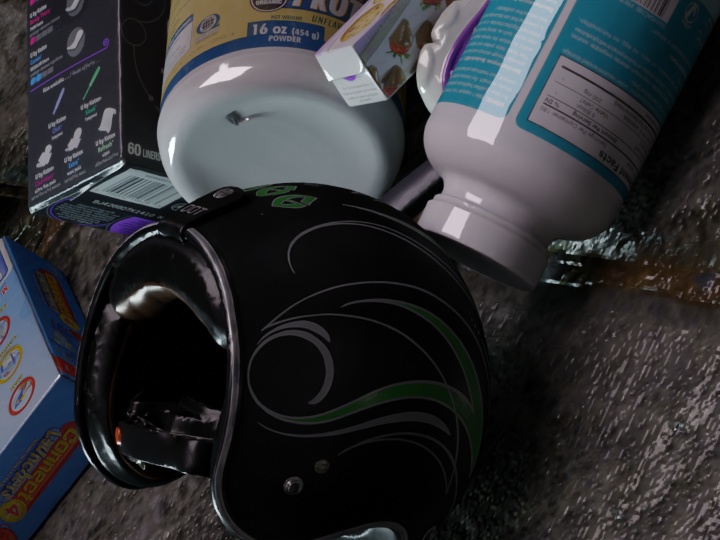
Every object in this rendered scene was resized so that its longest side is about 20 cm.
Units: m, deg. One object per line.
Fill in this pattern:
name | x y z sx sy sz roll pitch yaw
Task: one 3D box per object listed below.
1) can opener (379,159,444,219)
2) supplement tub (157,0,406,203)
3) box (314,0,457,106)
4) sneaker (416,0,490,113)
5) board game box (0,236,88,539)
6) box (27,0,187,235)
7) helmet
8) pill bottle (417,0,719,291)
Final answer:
can opener | 0.000 0.000 1.588 0.200 0.063 0.079 -46 31 20
supplement tub | -0.043 -0.137 1.696 0.144 0.144 0.201 -34 38 35
box | 0.053 -0.168 1.615 0.200 0.039 0.041 -46 23 -28
sneaker | 0.112 -0.158 1.581 0.083 0.081 0.201 20 80 36
board game box | -0.252 0.108 1.869 0.200 0.056 0.196 -51 31 12
box | -0.134 -0.132 1.802 0.106 0.122 0.201 -23 63 45
helmet | -0.027 0.056 1.438 0.200 0.190 0.201 -6 82 53
pill bottle | 0.104 -0.093 1.472 0.111 0.111 0.201 17 77 59
